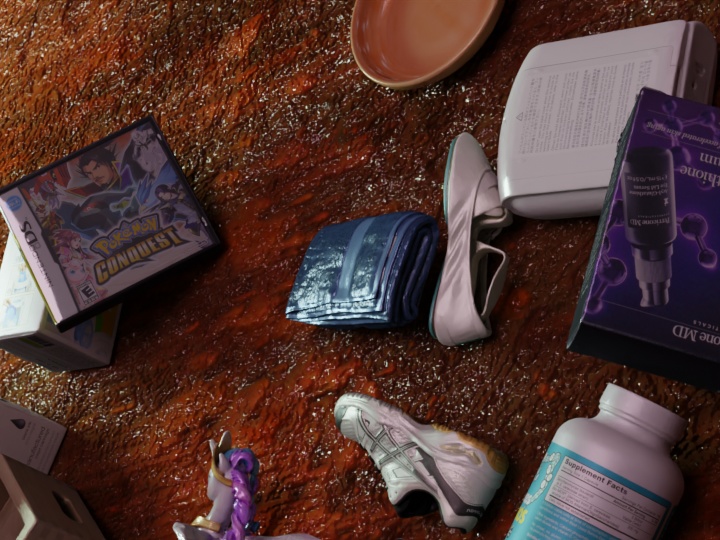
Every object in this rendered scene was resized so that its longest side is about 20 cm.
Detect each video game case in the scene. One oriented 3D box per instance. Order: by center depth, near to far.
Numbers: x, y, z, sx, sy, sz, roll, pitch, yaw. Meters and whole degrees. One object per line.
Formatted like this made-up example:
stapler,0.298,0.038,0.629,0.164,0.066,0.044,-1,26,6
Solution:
video game case,-0.278,-0.054,1.797,0.199,0.026,0.182,-27,69,-8

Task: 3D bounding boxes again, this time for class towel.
towel,0.000,0.000,1.559,0.199,0.048,0.113,-7,63,62

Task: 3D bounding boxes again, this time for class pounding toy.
pounding toy,-0.343,0.335,1.708,0.185,0.142,0.200,-57,33,3

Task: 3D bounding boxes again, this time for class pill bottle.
pill bottle,0.182,0.194,1.284,0.110,0.110,0.201,23,85,47

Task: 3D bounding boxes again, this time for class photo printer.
photo printer,0.211,-0.129,1.454,0.199,0.069,0.168,-5,66,42

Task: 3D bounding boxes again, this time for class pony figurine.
pony figurine,-0.126,0.273,1.523,0.193,0.165,0.202,39,113,54

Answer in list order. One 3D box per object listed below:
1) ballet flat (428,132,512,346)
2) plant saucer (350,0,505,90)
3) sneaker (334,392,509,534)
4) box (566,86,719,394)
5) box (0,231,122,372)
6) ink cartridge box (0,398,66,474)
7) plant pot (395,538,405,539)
ballet flat,0.109,-0.028,1.509,0.069,0.069,0.202,-4,73,42
plant saucer,0.076,-0.273,1.681,0.199,0.037,0.202,-20,57,34
sneaker,0.037,0.171,1.458,0.199,0.075,0.088,18,81,47
box,0.258,-0.020,1.282,0.146,0.104,0.202,15,76,5
box,-0.337,0.001,1.870,0.101,0.112,0.202,-9,62,39
ink cartridge box,-0.446,0.201,1.805,0.084,0.199,0.146,15,79,46
plant pot,0.023,0.356,1.243,0.199,0.176,0.202,24,122,46
